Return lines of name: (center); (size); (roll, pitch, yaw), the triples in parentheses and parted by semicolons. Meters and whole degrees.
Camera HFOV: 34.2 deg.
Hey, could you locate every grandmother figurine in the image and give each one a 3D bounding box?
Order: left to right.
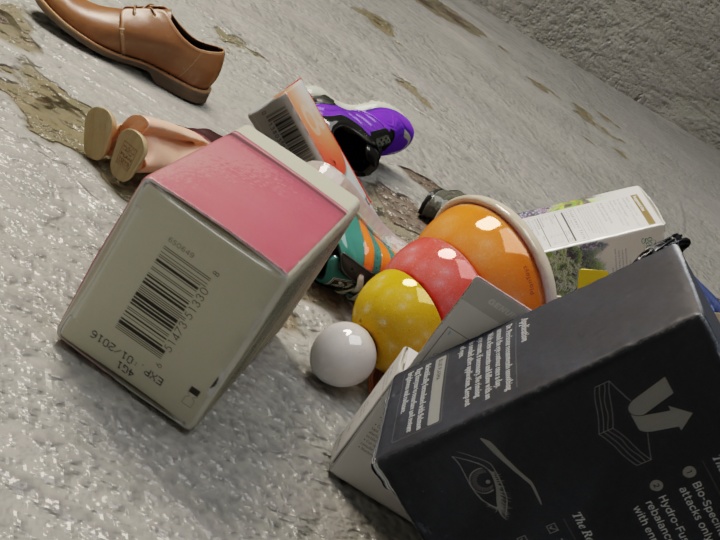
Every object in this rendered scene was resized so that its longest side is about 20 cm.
grandmother figurine: (-0.144, -0.104, 1.030); (0.121, 0.061, 0.200); (44, 24, 22)

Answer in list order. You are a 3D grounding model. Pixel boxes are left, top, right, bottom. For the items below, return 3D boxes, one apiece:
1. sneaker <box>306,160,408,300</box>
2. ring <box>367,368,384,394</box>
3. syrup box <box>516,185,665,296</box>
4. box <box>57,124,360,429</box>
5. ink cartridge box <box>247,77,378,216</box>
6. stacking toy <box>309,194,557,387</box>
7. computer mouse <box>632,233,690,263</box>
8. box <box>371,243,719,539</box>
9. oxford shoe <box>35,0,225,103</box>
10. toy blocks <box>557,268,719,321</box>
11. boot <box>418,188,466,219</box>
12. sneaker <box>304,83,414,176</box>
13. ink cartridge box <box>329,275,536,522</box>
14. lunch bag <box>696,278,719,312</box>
sneaker: (0.000, 0.000, 1.029); (0.200, 0.071, 0.080); (44, 54, -10)
ring: (0.094, 0.132, 0.939); (0.200, 0.019, 0.201); (31, 21, -13)
syrup box: (0.196, -0.011, 1.157); (0.199, 0.079, 0.082); (-14, 34, -1)
box: (-0.094, -0.005, 0.793); (0.109, 0.128, 0.200); (35, 20, 1)
ink cartridge box: (-0.027, -0.113, 1.156); (0.163, 0.050, 0.200); (60, 21, -11)
stacking toy: (0.042, 0.034, 0.919); (0.199, 0.146, 0.146); (-22, 54, -32)
computer mouse: (0.197, 0.038, 0.934); (0.034, 0.200, 0.059); (45, -14, 25)
box: (0.144, 0.125, 0.689); (0.197, 0.199, 0.118); (59, 17, -14)
oxford shoe: (-0.230, -0.247, 1.191); (0.199, 0.071, 0.071); (23, 25, -25)
toy blocks: (0.237, 0.070, 1.026); (0.199, 0.100, 0.137); (6, -14, 13)
boot: (0.162, -0.055, 1.390); (0.131, 0.068, 0.200); (40, 19, 28)
sneaker: (-0.001, -0.144, 1.334); (0.200, 0.070, 0.100); (4, 43, -47)
ink cartridge box: (0.108, 0.114, 0.778); (0.200, 0.176, 0.045); (33, 22, -7)
lunch bag: (0.286, 0.043, 1.257); (0.132, 0.136, 0.200); (16, 28, -44)
